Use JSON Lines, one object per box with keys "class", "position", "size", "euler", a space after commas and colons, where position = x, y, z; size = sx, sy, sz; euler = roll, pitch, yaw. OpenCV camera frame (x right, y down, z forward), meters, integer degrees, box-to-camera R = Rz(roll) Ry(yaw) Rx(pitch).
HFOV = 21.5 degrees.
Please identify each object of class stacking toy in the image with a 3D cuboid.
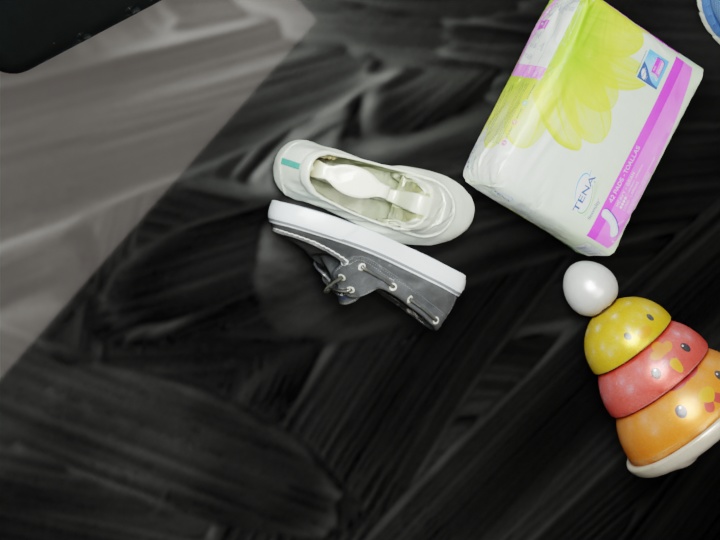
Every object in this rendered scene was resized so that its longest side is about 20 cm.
{"class": "stacking toy", "position": [0.251, 0.076, 1.735], "size": [0.146, 0.146, 0.200], "euler": [-42, 96, -14]}

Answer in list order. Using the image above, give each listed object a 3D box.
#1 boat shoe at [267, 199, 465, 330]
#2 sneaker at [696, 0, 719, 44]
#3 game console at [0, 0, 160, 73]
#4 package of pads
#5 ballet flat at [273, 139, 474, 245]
{"class": "boat shoe", "position": [0.000, 0.000, 1.624], "size": [0.200, 0.070, 0.066], "euler": [24, 86, -34]}
{"class": "sneaker", "position": [0.382, -0.215, 1.756], "size": [0.079, 0.089, 0.200], "euler": [-38, 111, -17]}
{"class": "game console", "position": [-0.241, -0.273, 1.439], "size": [0.200, 0.116, 0.176], "euler": [-26, 81, 13]}
{"class": "package of pads", "position": [0.196, -0.132, 1.692], "size": [0.154, 0.068, 0.200], "euler": [29, 85, -27]}
{"class": "ballet flat", "position": [0.021, -0.063, 1.621], "size": [0.200, 0.069, 0.070], "euler": [16, 91, -27]}
